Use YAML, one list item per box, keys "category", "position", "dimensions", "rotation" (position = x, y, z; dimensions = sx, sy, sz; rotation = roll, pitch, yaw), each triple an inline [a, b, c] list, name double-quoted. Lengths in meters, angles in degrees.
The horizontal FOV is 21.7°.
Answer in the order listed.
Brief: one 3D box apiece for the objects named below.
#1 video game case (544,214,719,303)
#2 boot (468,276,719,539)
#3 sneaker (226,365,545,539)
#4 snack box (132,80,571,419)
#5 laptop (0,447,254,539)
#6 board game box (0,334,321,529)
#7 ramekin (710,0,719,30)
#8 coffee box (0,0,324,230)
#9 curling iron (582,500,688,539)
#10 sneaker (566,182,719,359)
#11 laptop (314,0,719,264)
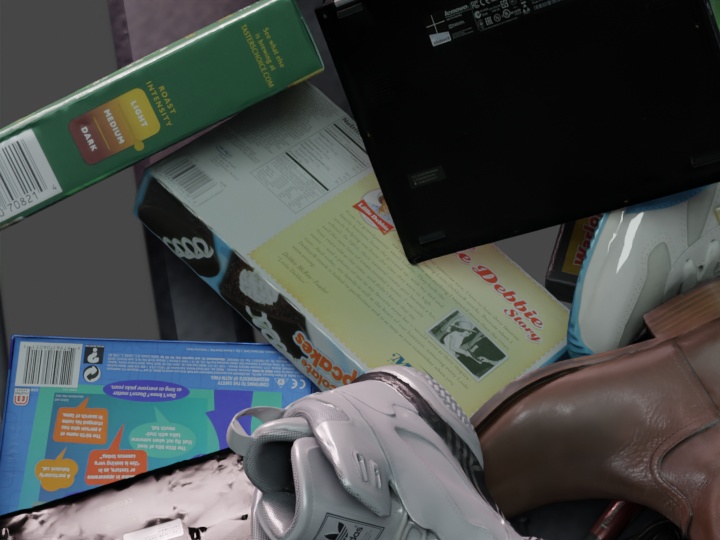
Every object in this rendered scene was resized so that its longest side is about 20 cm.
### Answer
- category: "video game case"
  position: [0.203, -0.057, 0.928]
  dimensions: [0.179, 0.026, 0.202]
  rotation: [14, 66, 12]
- category: "boot"
  position: [0.136, 0.120, 0.780]
  dimensions: [0.186, 0.064, 0.201]
  rotation: [-35, 54, 8]
- category: "sneaker"
  position: [0.026, 0.122, 0.752]
  dimensions: [0.200, 0.114, 0.075]
  rotation: [52, 121, 27]
- category: "snack box"
  position: [0.000, 0.000, 0.901]
  dimensions: [0.200, 0.037, 0.116]
  rotation: [42, 50, 17]
- category: "laptop"
  position: [-0.066, 0.190, 0.822]
  dimensions: [0.175, 0.104, 0.201]
  rotation: [-16, 44, -4]
- category: "board game box"
  position: [-0.098, 0.133, 0.875]
  dimensions: [0.150, 0.045, 0.202]
  rotation: [2, 68, 4]
- category: "ramekin"
  position: [0.154, -0.214, 0.945]
  dimensions: [0.197, 0.098, 0.202]
  rotation: [-4, 56, 5]
- category: "coffee box"
  position: [-0.115, -0.073, 0.908]
  dimensions: [0.198, 0.123, 0.044]
  rotation: [-27, 98, -4]
- category: "curling iron"
  position: [0.168, 0.078, 0.893]
  dimensions: [0.049, 0.026, 0.201]
  rotation: [38, 69, -6]
- category: "sneaker"
  position: [0.165, -0.032, 0.866]
  dimensions: [0.080, 0.077, 0.201]
  rotation: [34, 76, 13]
- category: "laptop"
  position: [0.087, -0.132, 0.860]
  dimensions: [0.186, 0.116, 0.202]
  rotation: [-15, 100, 37]
